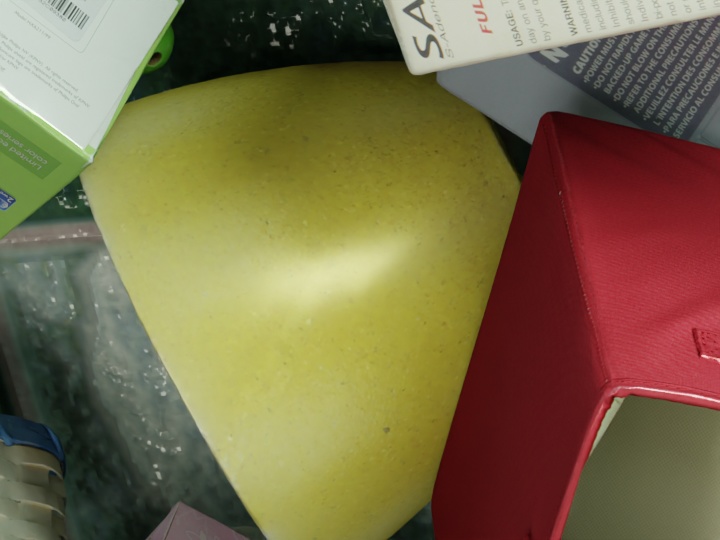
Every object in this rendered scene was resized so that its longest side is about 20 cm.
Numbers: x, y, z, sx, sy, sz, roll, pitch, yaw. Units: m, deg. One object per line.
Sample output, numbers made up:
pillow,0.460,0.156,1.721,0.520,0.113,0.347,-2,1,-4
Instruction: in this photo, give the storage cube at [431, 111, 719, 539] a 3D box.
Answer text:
storage cube,0.127,0.076,1.000,0.170,0.180,0.201,9,121,-9

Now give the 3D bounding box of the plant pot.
plant pot,0.000,0.000,1.135,0.142,0.200,0.201,-27,107,5

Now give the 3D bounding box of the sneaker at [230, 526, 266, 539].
sneaker,-0.006,0.187,1.301,0.199,0.081,0.147,20,144,-8

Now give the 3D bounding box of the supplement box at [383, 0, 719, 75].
supplement box,0.110,-0.133,0.913,0.199,0.126,0.074,-10,115,27

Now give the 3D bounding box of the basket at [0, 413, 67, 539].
basket,-0.205,0.101,1.265,0.139,0.200,0.177,14,130,-31

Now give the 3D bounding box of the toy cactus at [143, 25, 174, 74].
toy cactus,-0.159,-0.099,1.197,0.199,0.102,0.165,9,139,13

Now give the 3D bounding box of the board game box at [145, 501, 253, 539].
board game box,-0.034,0.198,1.228,0.200,0.043,0.199,29,138,-11

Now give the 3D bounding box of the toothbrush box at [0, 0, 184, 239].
toothbrush box,-0.181,-0.074,1.091,0.145,0.086,0.200,36,144,-14

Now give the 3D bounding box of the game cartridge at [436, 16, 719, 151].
game cartridge,0.111,-0.118,1.021,0.133,0.041,0.200,31,126,-2
